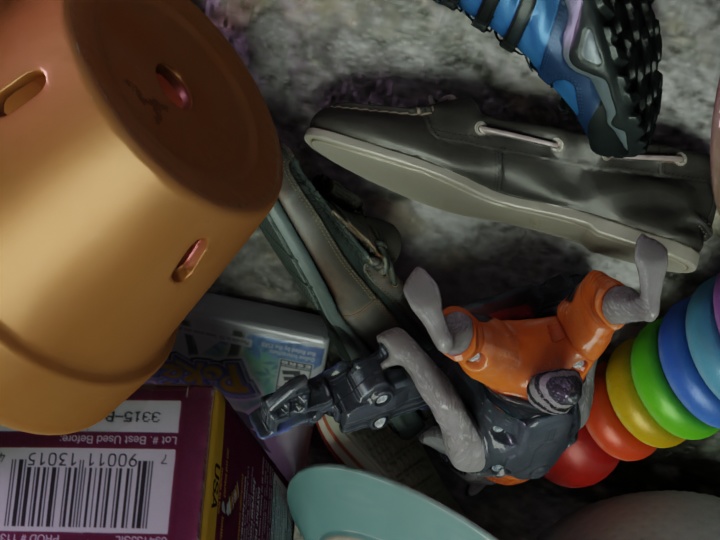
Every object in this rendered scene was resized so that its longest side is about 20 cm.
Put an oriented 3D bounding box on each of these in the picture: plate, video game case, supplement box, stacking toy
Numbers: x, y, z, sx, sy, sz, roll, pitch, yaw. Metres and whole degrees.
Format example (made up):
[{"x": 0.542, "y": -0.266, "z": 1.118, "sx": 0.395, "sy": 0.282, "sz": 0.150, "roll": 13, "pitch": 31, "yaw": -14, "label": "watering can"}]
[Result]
[{"x": 0.039, "y": 0.175, "z": 1.151, "sx": 0.199, "sy": 0.026, "sz": 0.201, "roll": 30, "pitch": 154, "yaw": 16, "label": "plate"}, {"x": -0.125, "y": 0.075, "z": 1.213, "sx": 0.198, "sy": 0.022, "sz": 0.183, "roll": 11, "pitch": 134, "yaw": -1, "label": "video game case"}, {"x": -0.115, "y": 0.134, "z": 1.129, "sx": 0.130, "sy": 0.104, "sz": 0.200, "roll": 0, "pitch": 159, "yaw": 10, "label": "supplement box"}, {"x": 0.161, "y": 0.056, "z": 1.112, "sx": 0.085, "sy": 0.086, "sz": 0.200, "roll": 35, "pitch": 136, "yaw": -21, "label": "stacking toy"}]

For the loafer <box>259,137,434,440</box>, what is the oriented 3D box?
[{"x": 0.000, "y": 0.000, "z": 1.101, "sx": 0.063, "sy": 0.072, "sz": 0.201, "roll": -34, "pitch": 130, "yaw": -5, "label": "loafer"}]

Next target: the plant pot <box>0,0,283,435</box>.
[{"x": -0.129, "y": -0.046, "z": 0.987, "sx": 0.140, "sy": 0.201, "sz": 0.200, "roll": -34, "pitch": 120, "yaw": 25, "label": "plant pot"}]

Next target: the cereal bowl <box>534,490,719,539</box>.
[{"x": 0.174, "y": 0.191, "z": 1.224, "sx": 0.198, "sy": 0.084, "sz": 0.201, "roll": 5, "pitch": 134, "yaw": 5, "label": "cereal bowl"}]

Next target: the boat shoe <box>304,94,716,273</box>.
[{"x": 0.074, "y": -0.053, "z": 1.043, "sx": 0.198, "sy": 0.057, "sz": 0.067, "roll": 18, "pitch": 169, "yaw": -1, "label": "boat shoe"}]

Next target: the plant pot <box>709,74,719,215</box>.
[{"x": 0.247, "y": -0.060, "z": 0.926, "sx": 0.173, "sy": 0.201, "sz": 0.201, "roll": 13, "pitch": 137, "yaw": 25, "label": "plant pot"}]

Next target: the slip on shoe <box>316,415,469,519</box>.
[{"x": 0.019, "y": 0.138, "z": 1.210, "sx": 0.061, "sy": 0.074, "sz": 0.200, "roll": -21, "pitch": 132, "yaw": 13, "label": "slip on shoe"}]

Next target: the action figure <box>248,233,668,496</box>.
[{"x": 0.053, "y": 0.061, "z": 1.046, "sx": 0.199, "sy": 0.105, "sz": 0.194, "roll": -21, "pitch": 157, "yaw": -11, "label": "action figure"}]

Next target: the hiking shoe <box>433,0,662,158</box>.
[{"x": 0.069, "y": -0.133, "z": 0.958, "sx": 0.086, "sy": 0.075, "sz": 0.201, "roll": -13, "pitch": 120, "yaw": 31, "label": "hiking shoe"}]
